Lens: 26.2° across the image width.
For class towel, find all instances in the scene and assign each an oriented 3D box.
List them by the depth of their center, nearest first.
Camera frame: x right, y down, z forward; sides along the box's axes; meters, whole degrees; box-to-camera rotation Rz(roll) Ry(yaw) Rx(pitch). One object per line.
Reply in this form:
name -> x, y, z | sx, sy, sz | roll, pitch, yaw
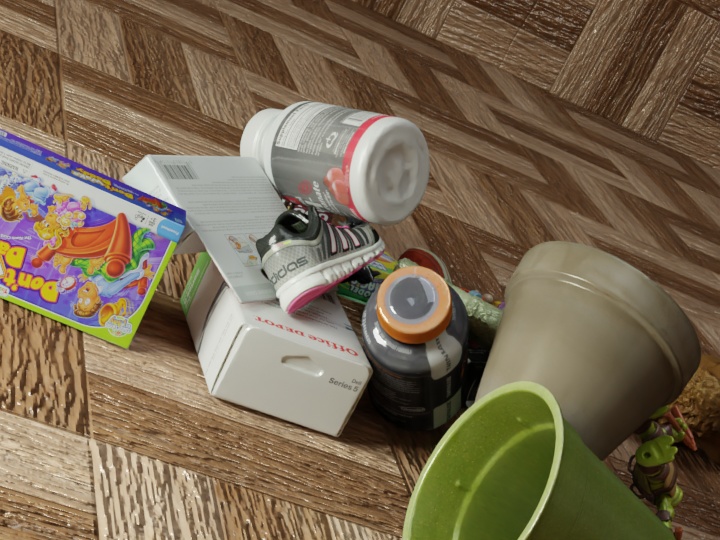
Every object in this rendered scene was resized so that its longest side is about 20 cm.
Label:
towel -> 0.104, 0.041, 1.645 | 0.147, 0.037, 0.200 | 31, -3, 13

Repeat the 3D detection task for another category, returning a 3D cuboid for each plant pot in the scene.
plant pot -> 0.170, 0.231, 1.333 | 0.189, 0.201, 0.201 | 34, 15, -23
plant pot -> 0.195, 0.102, 1.464 | 0.199, 0.174, 0.201 | 30, -27, 17

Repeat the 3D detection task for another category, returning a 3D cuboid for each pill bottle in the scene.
pill bottle -> 0.054, 0.073, 1.514 | 0.106, 0.106, 0.201 | 34, -21, 19
pill bottle -> -0.032, -0.118, 1.628 | 0.199, 0.112, 0.110 | 15, 6, 42

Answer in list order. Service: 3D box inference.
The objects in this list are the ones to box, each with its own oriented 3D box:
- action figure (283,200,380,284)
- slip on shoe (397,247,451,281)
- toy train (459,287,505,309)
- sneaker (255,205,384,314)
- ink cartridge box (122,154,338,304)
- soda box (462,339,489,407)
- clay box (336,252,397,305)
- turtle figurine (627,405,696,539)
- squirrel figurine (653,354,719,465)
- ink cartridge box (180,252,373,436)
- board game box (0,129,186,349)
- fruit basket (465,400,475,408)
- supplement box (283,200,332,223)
action figure -> -0.053, -0.033, 1.703 | 0.118, 0.104, 0.199 | 5, 0, -36
slip on shoe -> 0.072, 0.029, 1.876 | 0.061, 0.075, 0.201 | 17, 26, -21
toy train -> 0.184, 0.070, 1.923 | 0.199, 0.056, 0.150 | 24, 5, 36
sneaker -> -0.041, -0.026, 1.524 | 0.088, 0.073, 0.200 | 57, 28, 1
ink cartridge box -> -0.125, -0.034, 1.533 | 0.175, 0.043, 0.199 | 58, 25, 13
soda box -> 0.150, 0.113, 1.771 | 0.199, 0.064, 0.071 | 5, 29, -50
clay box -> 0.000, 0.000, 1.830 | 0.114, 0.048, 0.200 | 18, 10, -27
turtle figurine -> 0.305, 0.196, 1.586 | 0.064, 0.162, 0.202 | -3, 52, 19
squirrel figurine -> 0.398, 0.143, 1.948 | 0.186, 0.143, 0.199 | 32, 15, 33
ink cartridge box -> -0.086, 0.062, 1.526 | 0.144, 0.085, 0.200 | 20, 19, -23
board game box -> -0.276, -0.029, 1.412 | 0.198, 0.136, 0.045 | 23, 18, -15
fruit basket -> 0.213, 0.205, 1.572 | 0.184, 0.094, 0.200 | 10, 31, -50
supplement box -> -0.089, -0.102, 1.894 | 0.107, 0.062, 0.200 | 12, 5, -7
